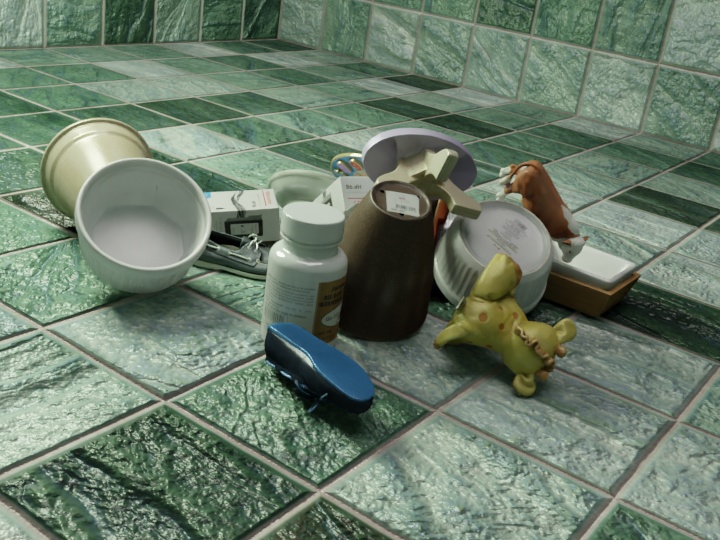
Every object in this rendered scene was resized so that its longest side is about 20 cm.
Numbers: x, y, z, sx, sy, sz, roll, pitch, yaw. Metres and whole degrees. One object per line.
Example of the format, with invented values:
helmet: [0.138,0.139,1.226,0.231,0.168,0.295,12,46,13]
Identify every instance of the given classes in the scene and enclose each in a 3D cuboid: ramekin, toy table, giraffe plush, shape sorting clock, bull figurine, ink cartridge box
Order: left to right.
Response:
ramekin: [-0.335,-0.060,1.342,0.199,0.105,0.201,10,58,-16]
ink cartridge box: [-0.212,-0.101,1.619,0.199,0.068,0.116,-4,24,-10]
ink cartridge box: [-0.005,-0.115,1.559,0.115,0.067,0.200,-3,-15,-28]
shape sorting clock: [0.034,-0.158,1.645,0.199,0.039,0.200,20,-15,6]
toy table: [0.105,-0.144,1.415,0.199,0.184,0.117,3,41,-12]
ramekin: [0.227,-0.026,1.468,0.199,0.105,0.201,5,53,-7]
giraffe plush: [0.219,0.087,1.272,0.162,0.173,0.200,36,16,9]
bull figurine: [0.312,-0.103,1.516,0.121,0.200,0.065,-4,32,50]

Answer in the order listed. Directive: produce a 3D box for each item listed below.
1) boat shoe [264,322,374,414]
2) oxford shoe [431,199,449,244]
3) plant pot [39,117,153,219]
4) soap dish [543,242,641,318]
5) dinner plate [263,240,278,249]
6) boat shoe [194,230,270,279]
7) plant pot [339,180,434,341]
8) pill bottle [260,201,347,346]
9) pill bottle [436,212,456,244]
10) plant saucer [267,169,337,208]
boat shoe: [-0.053,0.136,1.138,0.084,0.069,0.200,2,22,-38]
oxford shoe: [0.100,-0.060,1.528,0.072,0.201,0.071,20,-14,9]
plant pot: [-0.428,-0.135,1.497,0.200,0.201,0.183,-4,30,-29]
soap dish: [0.385,0.008,1.589,0.200,0.082,0.157,22,25,30]
dinner plate: [-0.083,-0.051,1.639,0.199,0.024,0.200,7,23,-3]
boat shoe: [-0.196,-0.031,1.494,0.199,0.062,0.073,9,22,2]
plant pot: [0.038,-0.029,1.326,0.186,0.200,0.187,10,41,-9]
pill bottle: [-0.078,0.011,1.252,0.114,0.201,0.114,7,22,-3]
pill bottle: [0.157,-0.054,1.614,0.199,0.114,0.113,9,22,2]
plant saucer: [-0.088,-0.128,1.705,0.199,0.050,0.200,11,-20,4]
